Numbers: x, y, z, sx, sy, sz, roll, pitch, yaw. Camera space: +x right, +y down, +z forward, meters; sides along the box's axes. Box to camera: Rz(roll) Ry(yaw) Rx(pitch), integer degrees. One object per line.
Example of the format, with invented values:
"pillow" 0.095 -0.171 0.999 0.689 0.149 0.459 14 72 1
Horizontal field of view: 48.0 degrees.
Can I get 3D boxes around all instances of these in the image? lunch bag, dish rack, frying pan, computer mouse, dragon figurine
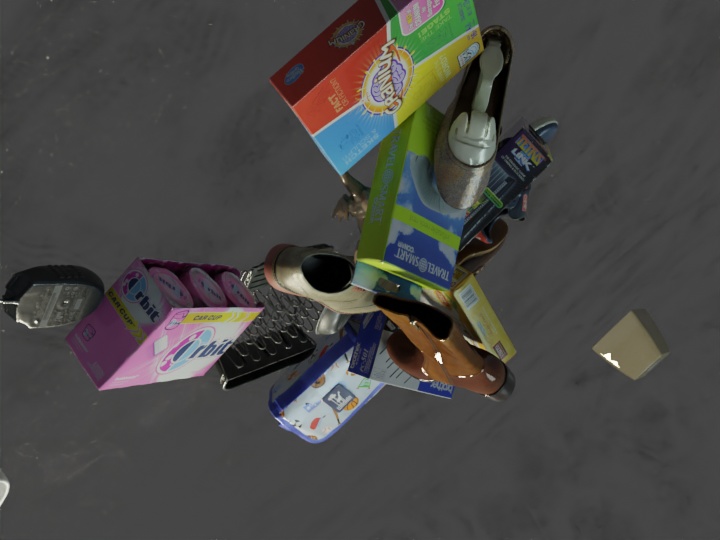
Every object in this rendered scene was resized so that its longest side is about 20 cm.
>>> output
"lunch bag" -0.037 0.156 1.181 0.170 0.124 0.200 -43 165 6
"dish rack" -0.102 0.053 1.018 0.152 0.055 0.202 -19 148 -42
"frying pan" -0.001 0.006 1.060 0.192 0.031 0.115 -56 170 -13
"computer mouse" -0.309 0.017 0.682 0.198 0.034 0.059 3 131 -49
"dragon figurine" 0.014 -0.072 0.928 0.058 0.203 0.100 -16 -159 25

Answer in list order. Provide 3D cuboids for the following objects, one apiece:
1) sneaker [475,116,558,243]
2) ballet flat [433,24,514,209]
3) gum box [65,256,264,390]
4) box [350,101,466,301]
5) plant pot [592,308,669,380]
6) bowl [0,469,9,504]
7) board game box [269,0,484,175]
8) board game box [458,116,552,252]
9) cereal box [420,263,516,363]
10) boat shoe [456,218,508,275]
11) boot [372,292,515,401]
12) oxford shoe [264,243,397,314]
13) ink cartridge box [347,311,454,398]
"sneaker" 0.223 -0.123 1.154 0.201 0.085 0.074 -50 154 21
"ballet flat" 0.120 -0.167 0.845 0.067 0.066 0.205 111 -9 -76
"gum box" -0.191 0.054 0.841 0.113 0.066 0.199 -45 164 13
"box" 0.063 -0.069 0.880 0.121 0.047 0.205 21 78 -44
"plant pot" 0.975 0.272 2.864 0.201 0.178 0.198 -49 154 23
"bowl" -0.468 0.246 0.783 0.201 0.075 0.198 -50 155 20
"board game box" 0.023 -0.199 0.775 0.199 0.041 0.153 -41 157 2
"board game box" 0.161 -0.110 1.017 0.165 0.057 0.200 -46 -178 17
"cereal box" 0.104 0.030 1.041 0.039 0.199 0.145 -40 124 -9
"boat shoe" 0.148 -0.015 1.229 0.198 0.070 0.071 -31 143 -30
"boot" 0.065 0.082 0.926 0.069 0.187 0.199 -58 139 -6
"oxford shoe" -0.016 0.016 0.953 0.197 0.074 0.072 10 88 -38
"ink cartridge box" 0.070 0.114 1.121 0.198 0.044 0.096 22 83 -48
